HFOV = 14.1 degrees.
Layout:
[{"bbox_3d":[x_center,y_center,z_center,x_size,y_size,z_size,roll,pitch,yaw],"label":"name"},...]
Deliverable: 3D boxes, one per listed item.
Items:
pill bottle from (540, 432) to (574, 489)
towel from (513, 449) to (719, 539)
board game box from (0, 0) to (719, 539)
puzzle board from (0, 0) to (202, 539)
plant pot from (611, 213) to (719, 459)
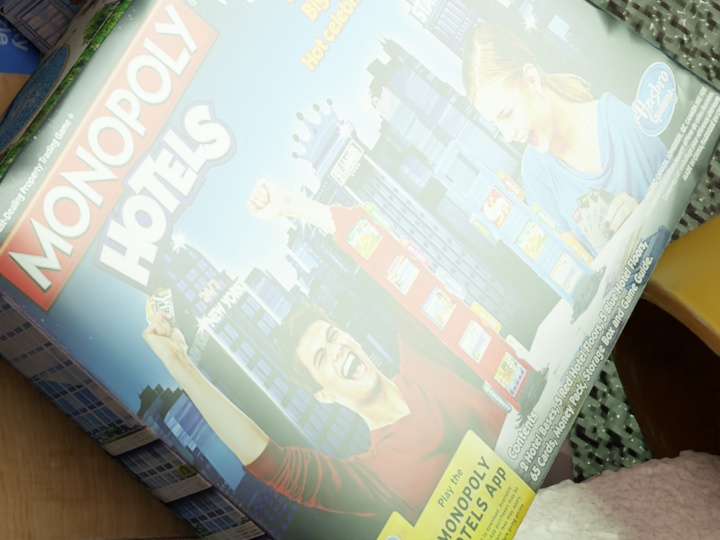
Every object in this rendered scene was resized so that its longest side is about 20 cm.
[{"bbox_3d":[0.000,0.000,0.831,0.113,0.114,0.201,0,76,-17],"label":"pill bottle"},{"bbox_3d":[0.045,0.110,0.705,0.199,0.035,0.133,-13,49,-31],"label":"towel"},{"bbox_3d":[-0.026,-0.032,0.702,0.200,0.062,0.200,43,52,-14],"label":"board game box"},{"bbox_3d":[-0.057,-0.031,0.735,0.150,0.017,0.201,1,75,-34],"label":"puzzle board"},{"bbox_3d":[0.197,0.039,0.808,0.183,0.200,0.201,-32,87,-7],"label":"plant pot"}]
